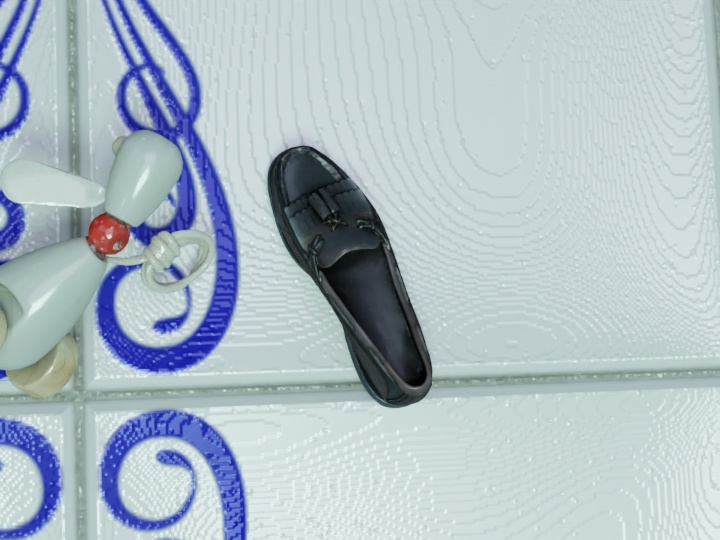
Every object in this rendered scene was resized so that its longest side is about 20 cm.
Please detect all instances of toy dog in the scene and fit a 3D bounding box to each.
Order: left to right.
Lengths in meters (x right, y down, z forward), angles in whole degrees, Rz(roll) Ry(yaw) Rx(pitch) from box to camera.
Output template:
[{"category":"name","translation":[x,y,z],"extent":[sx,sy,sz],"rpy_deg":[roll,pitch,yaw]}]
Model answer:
[{"category":"toy dog","translation":[-0.203,-0.011,0.915],"extent":[0.199,0.133,0.096],"rpy_deg":[-40,54,-17]}]

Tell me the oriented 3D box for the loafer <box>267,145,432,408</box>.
[{"category":"loafer","translation":[0.000,0.000,0.969],"extent":[0.071,0.063,0.202],"rpy_deg":[-26,90,-13]}]
